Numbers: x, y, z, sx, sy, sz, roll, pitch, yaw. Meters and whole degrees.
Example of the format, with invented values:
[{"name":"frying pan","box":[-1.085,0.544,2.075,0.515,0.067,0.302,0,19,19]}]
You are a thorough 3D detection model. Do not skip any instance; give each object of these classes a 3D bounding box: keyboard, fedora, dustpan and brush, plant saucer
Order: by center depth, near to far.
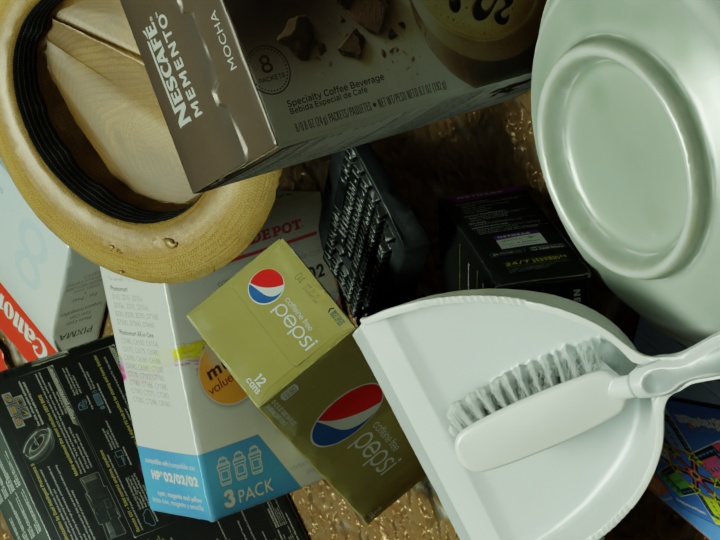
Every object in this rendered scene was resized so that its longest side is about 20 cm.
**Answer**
[{"name":"plant saucer","box":[0.128,-0.054,1.179,0.200,0.050,0.201,32,131,46]},{"name":"dustpan and brush","box":[0.106,0.053,1.188,0.199,0.057,0.140,-24,103,18]},{"name":"keyboard","box":[0.000,0.000,1.381,0.104,0.039,0.200,56,169,12]},{"name":"fedora","box":[-0.107,-0.094,1.414,0.200,0.082,0.202,10,110,31]}]

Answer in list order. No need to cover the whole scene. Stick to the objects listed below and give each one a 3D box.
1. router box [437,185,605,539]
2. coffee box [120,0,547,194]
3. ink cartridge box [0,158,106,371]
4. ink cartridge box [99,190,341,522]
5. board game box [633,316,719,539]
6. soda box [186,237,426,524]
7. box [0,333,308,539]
[{"name":"router box","box":[0.079,0.075,1.317,0.149,0.051,0.201,-117,21,-70]},{"name":"coffee box","box":[-0.001,-0.120,1.265,0.080,0.199,0.114,-25,84,54]},{"name":"ink cartridge box","box":[-0.232,0.004,1.759,0.160,0.047,0.201,46,135,31]},{"name":"ink cartridge box","box":[-0.074,0.025,1.498,0.068,0.115,0.201,3,108,53]},{"name":"board game box","box":[0.196,0.098,1.250,0.200,0.019,0.103,40,132,37]},{"name":"soda box","box":[-0.017,0.061,1.389,0.068,0.064,0.200,50,179,27]},{"name":"box","box":[-0.125,0.137,1.578,0.044,0.160,0.201,-41,72,53]}]
